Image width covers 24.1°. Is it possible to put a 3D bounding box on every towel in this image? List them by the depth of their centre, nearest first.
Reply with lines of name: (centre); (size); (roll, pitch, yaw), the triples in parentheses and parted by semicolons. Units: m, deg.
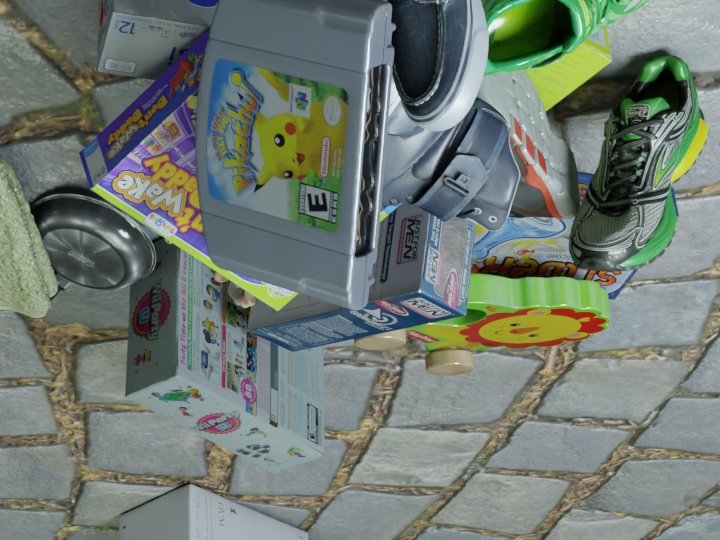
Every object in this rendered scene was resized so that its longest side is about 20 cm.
towel: (-0.334, -0.029, 1.390); (0.148, 0.037, 0.200); (6, 144, 6)

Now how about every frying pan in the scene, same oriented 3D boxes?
frying pan: (-0.259, -0.013, 1.449); (0.190, 0.031, 0.115); (-16, 131, 36)

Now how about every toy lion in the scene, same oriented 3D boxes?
toy lion: (0.117, 0.038, 1.495); (0.191, 0.069, 0.200); (-13, 160, 31)

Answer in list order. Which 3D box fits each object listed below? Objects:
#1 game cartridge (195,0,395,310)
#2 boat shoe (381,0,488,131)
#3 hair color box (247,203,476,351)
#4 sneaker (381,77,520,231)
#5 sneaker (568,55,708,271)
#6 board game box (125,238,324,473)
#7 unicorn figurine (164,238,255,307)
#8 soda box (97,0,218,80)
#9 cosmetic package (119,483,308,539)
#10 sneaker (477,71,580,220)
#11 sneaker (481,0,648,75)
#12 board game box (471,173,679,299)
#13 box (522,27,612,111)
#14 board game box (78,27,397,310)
game cartridge: (-0.046, -0.084, 1.085); (0.133, 0.201, 0.040); (18, -157, 33)
boat shoe: (0.025, -0.191, 1.060); (0.071, 0.201, 0.091); (-14, 160, 42)
hair color box: (0.000, 0.000, 1.400); (0.200, 0.100, 0.060); (-14, 149, 42)
sneaker: (0.020, -0.047, 1.173); (0.146, 0.077, 0.202); (30, 114, -25)
sneaker: (0.203, -0.081, 1.275); (0.078, 0.200, 0.085); (6, 142, 27)
board game box: (-0.116, 0.075, 1.500); (0.064, 0.148, 0.200); (-22, 143, 29)
unicorn figurine: (-0.094, -0.039, 1.367); (0.200, 0.137, 0.074); (-30, 120, 12)
soda box: (-0.084, -0.171, 1.200); (0.199, 0.068, 0.064); (6, 143, -17)
cosmetic package: (-0.161, 0.376, 1.905); (0.123, 0.200, 0.200); (-27, 141, 31)
sneaker: (0.103, -0.087, 1.263); (0.082, 0.077, 0.200); (-12, 147, 21)
sneaker: (0.144, -0.179, 1.155); (0.200, 0.084, 0.074); (-28, 121, -13)
board game box: (0.157, -0.034, 1.467); (0.199, 0.035, 0.135); (7, 145, -16)
box: (0.078, -0.143, 1.281); (0.122, 0.048, 0.200); (20, 140, -33)
board game box: (-0.082, -0.068, 1.213); (0.134, 0.045, 0.200); (-41, 133, 16)
